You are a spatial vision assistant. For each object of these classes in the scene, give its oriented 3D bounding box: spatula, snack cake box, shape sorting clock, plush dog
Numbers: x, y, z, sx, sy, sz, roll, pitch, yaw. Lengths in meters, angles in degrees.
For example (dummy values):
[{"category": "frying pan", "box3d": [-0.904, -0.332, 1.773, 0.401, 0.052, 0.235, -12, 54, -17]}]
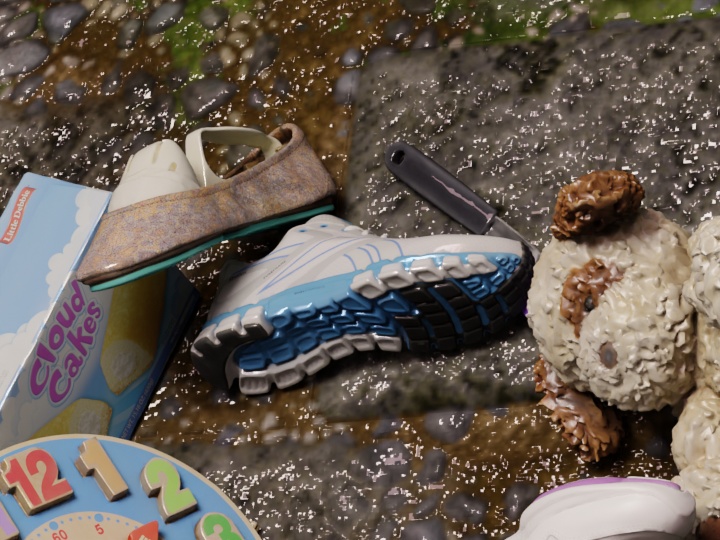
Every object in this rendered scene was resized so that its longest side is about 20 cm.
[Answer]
[{"category": "spatula", "box3d": [0.078, -0.018, 1.482, 0.200, 0.021, 0.057, 38, 98, 39]}, {"category": "snack cake box", "box3d": [-0.178, 0.063, 1.489, 0.067, 0.115, 0.201, 13, 67, 31]}, {"category": "shape sorting clock", "box3d": [-0.130, 0.171, 1.385, 0.199, 0.039, 0.201, 12, 50, -14]}, {"category": "plush dog", "box3d": [0.164, 0.025, 1.348, 0.171, 0.201, 0.160, 17, 35, 21]}]

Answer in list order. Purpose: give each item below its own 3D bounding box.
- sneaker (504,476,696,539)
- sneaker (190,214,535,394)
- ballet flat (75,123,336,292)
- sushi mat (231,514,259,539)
[{"category": "sneaker", "box3d": [0.093, 0.168, 1.312, 0.200, 0.075, 0.100, -37, 54, 38]}, {"category": "sneaker", "box3d": [0.000, 0.000, 1.475, 0.199, 0.075, 0.087, -12, 49, 21]}, {"category": "ballet flat", "box3d": [-0.092, -0.041, 1.478, 0.068, 0.200, 0.068, -16, 93, 37]}, {"category": "sushi mat", "box3d": [-0.132, 0.208, 1.444, 0.095, 0.012, 0.201, 12, 66, 30]}]
